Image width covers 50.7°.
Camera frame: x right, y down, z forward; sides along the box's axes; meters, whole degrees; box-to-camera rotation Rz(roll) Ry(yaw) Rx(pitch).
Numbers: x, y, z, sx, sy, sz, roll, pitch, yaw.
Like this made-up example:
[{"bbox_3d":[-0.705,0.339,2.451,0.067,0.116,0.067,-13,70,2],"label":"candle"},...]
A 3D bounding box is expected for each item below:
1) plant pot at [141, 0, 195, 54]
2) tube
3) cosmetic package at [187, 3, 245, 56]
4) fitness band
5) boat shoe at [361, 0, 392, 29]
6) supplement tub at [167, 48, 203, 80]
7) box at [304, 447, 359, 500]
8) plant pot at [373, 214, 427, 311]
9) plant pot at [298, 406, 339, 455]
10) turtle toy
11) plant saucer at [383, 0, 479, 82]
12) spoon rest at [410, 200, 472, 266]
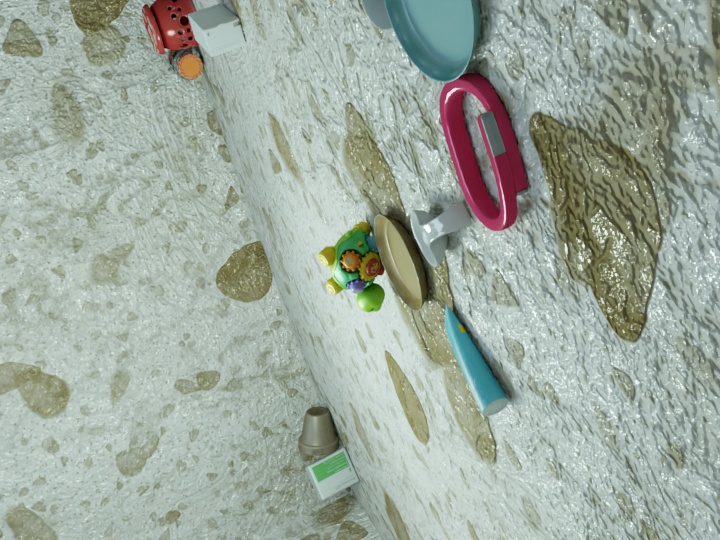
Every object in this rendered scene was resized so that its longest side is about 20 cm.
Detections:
[{"bbox_3d":[-0.686,-0.899,2.754,0.200,0.179,0.204,159,90,-76],"label":"plant pot"},{"bbox_3d":[0.188,0.154,1.318,0.078,0.049,0.202,92,157,-52],"label":"tube"},{"bbox_3d":[-0.410,-0.685,2.157,0.201,0.111,0.082,-126,18,-51],"label":"cosmetic package"},{"bbox_3d":[0.156,-0.150,0.972,0.143,0.037,0.204,-150,40,-73],"label":"fitness band"},{"bbox_3d":[0.024,-0.424,1.000,0.071,0.069,0.202,-87,-15,-49],"label":"boat shoe"},{"bbox_3d":[-0.693,-0.827,3.012,0.200,0.121,0.124,45,155,55],"label":"supplement tub"},{"bbox_3d":[-0.135,0.949,3.539,0.174,0.196,0.200,63,166,10],"label":"box"},{"bbox_3d":[0.082,-0.019,1.487,0.202,0.027,0.201,60,165,27],"label":"plant pot"},{"bbox_3d":[-0.197,0.735,3.520,0.200,0.196,0.179,-146,52,-66],"label":"plant pot"},{"bbox_3d":[0.000,0.000,1.646,0.100,0.145,0.203,21,138,41],"label":"turtle toy"},{"bbox_3d":[0.086,-0.332,0.924,0.201,0.027,0.202,52,157,32],"label":"plant saucer"},{"bbox_3d":[0.116,-0.061,1.212,0.101,0.060,0.200,66,166,5],"label":"spoon rest"}]
